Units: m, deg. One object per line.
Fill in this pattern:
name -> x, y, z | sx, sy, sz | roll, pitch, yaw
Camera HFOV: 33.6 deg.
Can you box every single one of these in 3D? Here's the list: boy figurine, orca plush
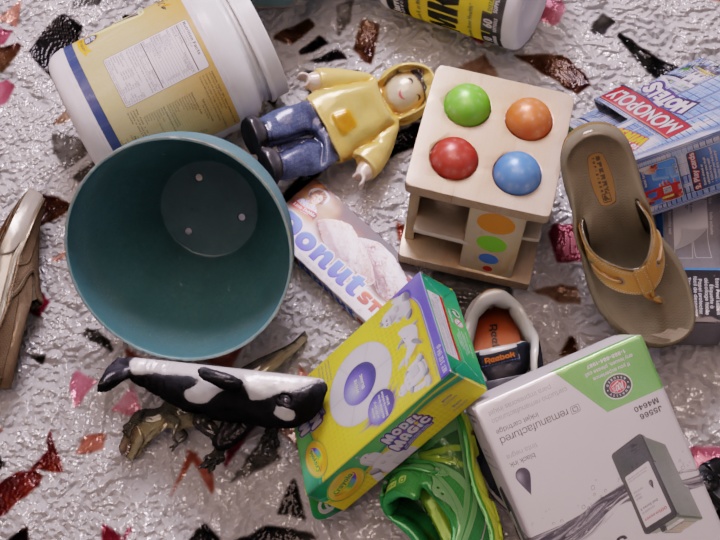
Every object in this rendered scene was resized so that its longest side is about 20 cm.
boy figurine -> -0.010, -0.141, 1.145 | 0.199, 0.064, 0.125 | -22, 84, -16
orca plush -> -0.126, 0.117, 1.008 | 0.198, 0.105, 0.072 | 6, 85, 6

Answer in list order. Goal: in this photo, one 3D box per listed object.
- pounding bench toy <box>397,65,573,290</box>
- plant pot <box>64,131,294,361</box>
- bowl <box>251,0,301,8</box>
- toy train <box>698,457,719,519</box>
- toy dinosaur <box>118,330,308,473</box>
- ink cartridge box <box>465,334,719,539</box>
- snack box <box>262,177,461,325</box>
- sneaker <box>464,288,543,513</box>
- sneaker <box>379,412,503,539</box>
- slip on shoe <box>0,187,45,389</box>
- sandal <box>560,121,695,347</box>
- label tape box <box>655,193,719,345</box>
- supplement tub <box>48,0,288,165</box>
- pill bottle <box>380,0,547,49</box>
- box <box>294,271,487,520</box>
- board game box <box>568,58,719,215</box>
pounding bench toy -> 0.118, -0.116, 1.068 | 0.123, 0.156, 0.201 | 13, 63, 5
plant pot -> -0.149, -0.037, 1.078 | 0.198, 0.135, 0.202 | 2, 109, 5
bowl -> -0.108, -0.333, 1.204 | 0.199, 0.201, 0.106 | 8, 88, 11
toy train -> 0.352, 0.226, 0.961 | 0.046, 0.034, 0.200 | -35, 65, -22
toy dinosaur -> -0.121, 0.128, 1.065 | 0.199, 0.048, 0.088 | -27, 59, -8
ink cartridge box -> 0.188, 0.170, 0.943 | 0.145, 0.084, 0.201 | -23, 87, -2
snack box -> 0.000, 0.000, 1.114 | 0.072, 0.024, 0.200 | -42, 67, -13
sneaker -> 0.125, 0.111, 1.019 | 0.078, 0.080, 0.201 | -13, 66, 1
sneaker -> 0.054, 0.164, 0.994 | 0.083, 0.074, 0.201 | 0, 57, -39
slip on shoe -> -0.331, 0.018, 1.137 | 0.060, 0.076, 0.201 | 26, 56, -24
sandal -> 0.216, -0.023, 0.973 | 0.080, 0.054, 0.201 | -20, 103, 7
label tape box -> 0.363, -0.009, 1.047 | 0.198, 0.063, 0.145 | 0, 67, 8
supplement tub -> -0.183, -0.185, 1.157 | 0.199, 0.145, 0.145 | -27, 65, -5
pill bottle -> 0.084, -0.303, 1.190 | 0.199, 0.114, 0.115 | 22, 70, 17
box -> 0.008, 0.108, 0.988 | 0.200, 0.048, 0.118 | -46, 37, 25
board game box -> 0.260, -0.116, 1.056 | 0.199, 0.062, 0.200 | -26, 30, -5
